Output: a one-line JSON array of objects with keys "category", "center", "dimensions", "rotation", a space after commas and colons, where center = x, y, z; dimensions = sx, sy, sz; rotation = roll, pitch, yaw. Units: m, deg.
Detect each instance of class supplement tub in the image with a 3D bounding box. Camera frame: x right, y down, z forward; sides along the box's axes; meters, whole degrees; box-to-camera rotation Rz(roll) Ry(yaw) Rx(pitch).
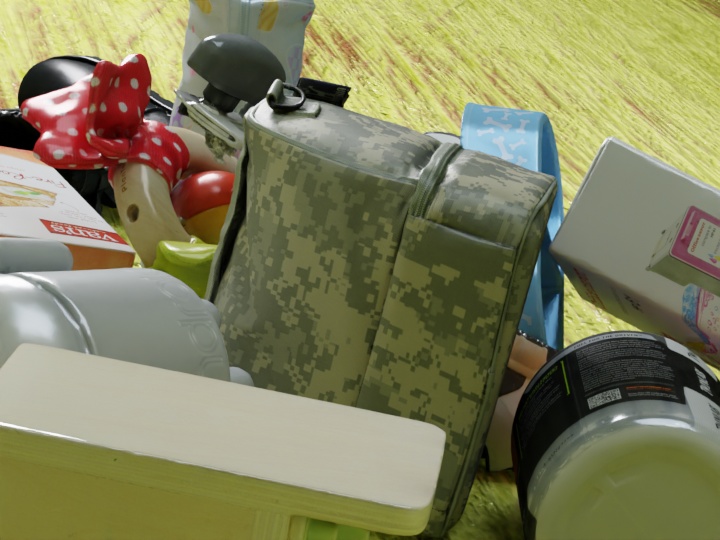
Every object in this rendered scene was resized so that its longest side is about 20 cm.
[{"category": "supplement tub", "center": [0.140, 0.104, 1.514], "dimensions": [0.122, 0.123, 0.200], "rotation": [14, 15, -4]}]

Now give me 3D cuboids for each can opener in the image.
[{"category": "can opener", "center": [-0.041, -0.084, 1.698], "dimensions": [0.053, 0.067, 0.200], "rotation": [40, 9, 25]}]

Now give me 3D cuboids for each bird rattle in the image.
[{"category": "bird rattle", "center": [-0.105, -0.029, 1.691], "dimensions": [0.163, 0.113, 0.201], "rotation": [13, 39, -54]}]

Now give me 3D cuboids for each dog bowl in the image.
[{"category": "dog bowl", "center": [0.093, -0.012, 1.788], "dimensions": [0.049, 0.112, 0.201], "rotation": [-5, 54, 12]}]

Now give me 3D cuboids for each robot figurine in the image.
[{"category": "robot figurine", "center": [-0.142, 0.056, 1.419], "dimensions": [0.199, 0.113, 0.170], "rotation": [-4, 57, -51]}]

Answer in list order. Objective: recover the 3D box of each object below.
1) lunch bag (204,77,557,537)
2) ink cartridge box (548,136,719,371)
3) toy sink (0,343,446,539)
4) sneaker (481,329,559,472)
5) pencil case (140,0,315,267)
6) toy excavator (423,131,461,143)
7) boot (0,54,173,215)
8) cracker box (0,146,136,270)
[{"category": "lunch bag", "center": [0.000, 0.017, 1.543], "dimensions": [0.167, 0.201, 0.139], "rotation": [17, 16, 3]}, {"category": "ink cartridge box", "center": [0.224, 0.011, 1.794], "dimensions": [0.199, 0.085, 0.145], "rotation": [29, -5, 17]}, {"category": "toy sink", "center": [-0.072, 0.117, 1.270], "dimensions": [0.199, 0.113, 0.130], "rotation": [11, 14, 2]}, {"category": "sneaker", "center": [0.104, 0.084, 1.679], "dimensions": [0.199, 0.080, 0.074], "rotation": [27, 1, -27]}, {"category": "pencil case", "center": [-0.084, -0.085, 1.855], "dimensions": [0.083, 0.201, 0.091], "rotation": [12, 6, 17]}, {"category": "toy excavator", "center": [0.028, -0.001, 1.899], "dimensions": [0.199, 0.101, 0.194], "rotation": [-13, 30, -35]}, {"category": "boot", "center": [-0.204, -0.093, 2.024], "dimensions": [0.198, 0.074, 0.162], "rotation": [25, 21, 32]}, {"category": "cracker box", "center": [-0.230, -0.027, 1.759], "dimensions": [0.133, 0.058, 0.200], "rotation": [9, 16, -27]}]
